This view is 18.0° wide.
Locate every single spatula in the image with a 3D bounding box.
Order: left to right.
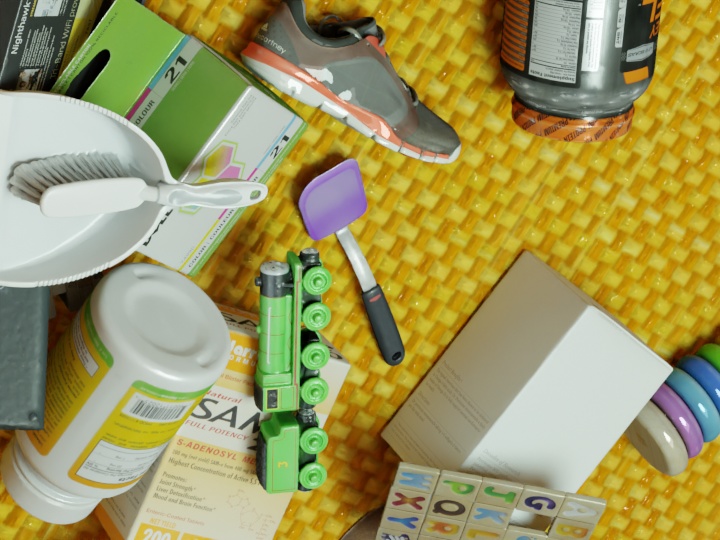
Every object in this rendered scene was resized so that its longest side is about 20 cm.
[{"bbox_3d":[0.000,0.000,1.809,0.056,0.021,0.201,-30,123,-12],"label":"spatula"}]

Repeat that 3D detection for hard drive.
[{"bbox_3d":[-0.289,0.011,1.606,0.138,0.033,0.202,3,85,-16],"label":"hard drive"}]

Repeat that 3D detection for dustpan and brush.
[{"bbox_3d":[-0.159,-0.055,1.546,0.199,0.057,0.141,-7,119,-34],"label":"dustpan and brush"}]

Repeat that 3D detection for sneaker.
[{"bbox_3d":[0.008,-0.145,1.716,0.199,0.077,0.082,25,94,-33],"label":"sneaker"}]

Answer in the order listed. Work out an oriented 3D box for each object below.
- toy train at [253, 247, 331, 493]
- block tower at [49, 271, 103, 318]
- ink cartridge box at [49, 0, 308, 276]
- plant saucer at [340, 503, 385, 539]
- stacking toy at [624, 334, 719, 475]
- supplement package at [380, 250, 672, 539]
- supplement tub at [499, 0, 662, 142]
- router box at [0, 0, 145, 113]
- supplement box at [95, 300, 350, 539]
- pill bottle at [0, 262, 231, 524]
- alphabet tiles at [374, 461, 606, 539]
[{"bbox_3d":[-0.053,0.078,1.724,0.056,0.042,0.202,-4,112,-14],"label":"toy train"},{"bbox_3d":[-0.289,0.020,1.660,0.199,0.054,0.058,-17,119,-17],"label":"block tower"},{"bbox_3d":[-0.143,-0.092,1.612,0.148,0.076,0.200,-53,156,4],"label":"ink cartridge box"},{"bbox_3d":[0.054,0.285,1.960,0.199,0.037,0.202,-10,116,-22],"label":"plant saucer"},{"bbox_3d":[0.319,0.087,1.974,0.200,0.085,0.086,-38,124,-12],"label":"stacking toy"},{"bbox_3d":[0.136,0.108,1.868,0.117,0.117,0.200,35,96,-33],"label":"supplement package"},{"bbox_3d":[0.170,-0.208,1.734,0.122,0.123,0.202,-8,117,-22],"label":"supplement tub"},{"bbox_3d":[-0.200,-0.210,1.547,0.157,0.052,0.201,-14,126,-63],"label":"router box"},{"bbox_3d":[-0.109,0.133,1.787,0.125,0.074,0.201,16,105,-31],"label":"supplement box"},{"bbox_3d":[-0.188,0.097,1.681,0.110,0.112,0.200,15,132,-30],"label":"pill bottle"},{"bbox_3d":[0.096,0.221,1.840,0.166,0.008,0.201,10,144,-3],"label":"alphabet tiles"}]
